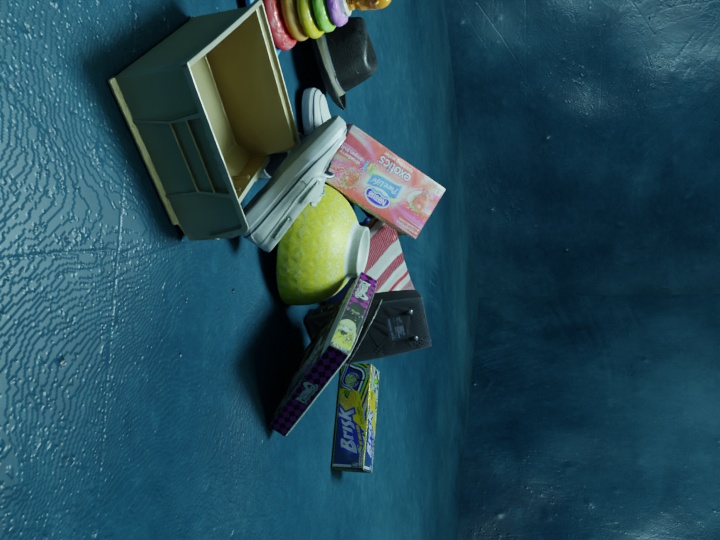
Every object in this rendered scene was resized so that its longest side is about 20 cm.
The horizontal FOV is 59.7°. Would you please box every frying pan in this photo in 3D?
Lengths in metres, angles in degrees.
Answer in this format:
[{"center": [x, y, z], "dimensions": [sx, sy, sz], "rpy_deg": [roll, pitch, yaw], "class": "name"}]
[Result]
[{"center": [-0.001, 0.098, 1.024], "dimensions": [0.115, 0.031, 0.190], "rpy_deg": [-61, 180, -8], "class": "frying pan"}]

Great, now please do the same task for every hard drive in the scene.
[{"center": [0.016, 0.098, 1.091], "dimensions": [0.042, 0.199, 0.135], "rpy_deg": [-96, 172, -50], "class": "hard drive"}]

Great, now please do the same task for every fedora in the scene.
[{"center": [-0.023, -0.387, 1.106], "dimensions": [0.201, 0.091, 0.201], "rpy_deg": [-14, 90, -79], "class": "fedora"}]

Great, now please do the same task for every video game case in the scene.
[{"center": [-0.053, 0.121, 0.926], "dimensions": [0.200, 0.036, 0.181], "rpy_deg": [-54, -174, 35], "class": "video game case"}]

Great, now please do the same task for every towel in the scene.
[{"center": [0.042, 0.003, 1.142], "dimensions": [0.144, 0.023, 0.200], "rpy_deg": [-49, 131, -40], "class": "towel"}]

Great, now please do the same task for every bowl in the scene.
[{"center": [-0.046, -0.036, 0.973], "dimensions": [0.200, 0.107, 0.201], "rpy_deg": [10, 90, -79], "class": "bowl"}]

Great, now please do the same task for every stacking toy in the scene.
[{"center": [-0.053, -0.376, 0.886], "dimensions": [0.110, 0.199, 0.116], "rpy_deg": [72, 24, -43], "class": "stacking toy"}]

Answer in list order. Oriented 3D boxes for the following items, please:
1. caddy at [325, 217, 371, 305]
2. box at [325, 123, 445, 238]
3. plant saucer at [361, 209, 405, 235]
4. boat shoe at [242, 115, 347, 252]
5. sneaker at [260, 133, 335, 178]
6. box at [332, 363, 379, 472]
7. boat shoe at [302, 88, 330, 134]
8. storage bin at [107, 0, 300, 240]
[{"center": [0.000, 0.000, 1.190], "dimensions": [0.141, 0.105, 0.201], "rpy_deg": [23, 67, -71], "class": "caddy"}, {"center": [0.024, -0.148, 1.040], "dimensions": [0.103, 0.200, 0.095], "rpy_deg": [-58, -156, 2], "class": "box"}, {"center": [0.015, -0.137, 1.230], "dimensions": [0.200, 0.035, 0.200], "rpy_deg": [50, 0, 1], "class": "plant saucer"}, {"center": [-0.080, -0.111, 0.824], "dimensions": [0.067, 0.200, 0.074], "rpy_deg": [42, 7, -22], "class": "boat shoe"}, {"center": [-0.078, -0.173, 0.943], "dimensions": [0.200, 0.108, 0.070], "rpy_deg": [-44, 130, -68], "class": "sneaker"}, {"center": [-0.007, 0.285, 1.215], "dimensions": [0.070, 0.064, 0.201], "rpy_deg": [54, 37, -63], "class": "box"}, {"center": [-0.049, -0.219, 1.093], "dimensions": [0.074, 0.067, 0.200], "rpy_deg": [-65, 149, -56], "class": "boat shoe"}, {"center": [-0.157, -0.167, 0.705], "dimensions": [0.200, 0.093, 0.199], "rpy_deg": [-72, 154, -49], "class": "storage bin"}]
